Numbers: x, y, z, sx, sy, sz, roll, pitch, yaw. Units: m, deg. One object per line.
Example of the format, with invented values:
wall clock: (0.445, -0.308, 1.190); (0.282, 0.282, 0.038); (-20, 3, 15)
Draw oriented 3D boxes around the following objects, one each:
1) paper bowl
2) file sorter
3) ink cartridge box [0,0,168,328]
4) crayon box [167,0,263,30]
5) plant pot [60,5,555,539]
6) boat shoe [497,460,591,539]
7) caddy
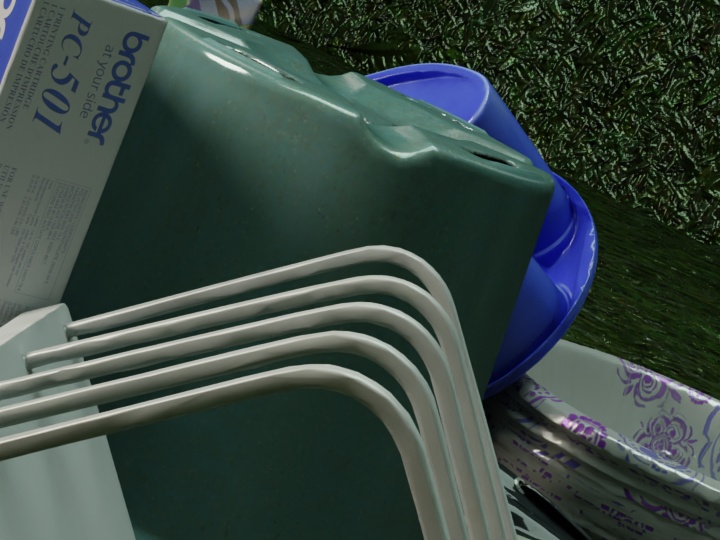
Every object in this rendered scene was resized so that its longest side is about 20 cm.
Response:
paper bowl: (0.123, 0.112, 0.922); (0.200, 0.105, 0.201); (23, 9, -4)
file sorter: (-0.028, 0.077, 0.501); (0.124, 0.139, 0.200); (-14, 6, 6)
ink cartridge box: (-0.128, 0.001, 0.633); (0.044, 0.200, 0.094); (16, 12, -34)
crayon box: (-0.134, -0.036, 0.829); (0.126, 0.200, 0.052); (23, 10, -3)
plant pot: (-0.039, 0.028, 0.718); (0.200, 0.196, 0.200); (24, 9, -4)
boat shoe: (0.021, 0.093, 0.829); (0.199, 0.075, 0.066); (23, 18, 25)
caddy: (0.000, 0.000, 0.902); (0.105, 0.200, 0.142); (57, 30, -39)
